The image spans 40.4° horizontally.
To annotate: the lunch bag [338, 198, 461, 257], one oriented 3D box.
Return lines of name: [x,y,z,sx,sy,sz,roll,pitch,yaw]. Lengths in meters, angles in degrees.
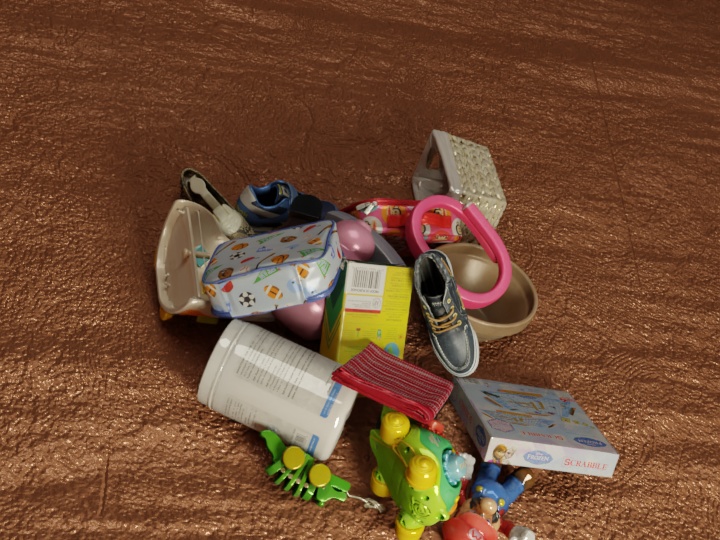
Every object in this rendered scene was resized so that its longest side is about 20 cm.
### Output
lunch bag: [0.069,-0.075,1.673,0.198,0.176,0.083,1,81,-24]

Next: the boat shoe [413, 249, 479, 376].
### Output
boat shoe: [0.123,0.067,1.476,0.091,0.070,0.202,-8,80,-77]

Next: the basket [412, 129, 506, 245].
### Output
basket: [0.184,-0.150,1.847,0.122,0.136,0.201,9,40,-17]

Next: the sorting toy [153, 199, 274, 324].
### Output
sorting toy: [-0.215,0.015,1.508,0.179,0.107,0.201,15,44,-33]

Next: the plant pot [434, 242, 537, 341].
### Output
plant pot: [0.188,0.052,1.642,0.199,0.093,0.202,12,40,-11]

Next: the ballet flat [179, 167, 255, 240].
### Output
ballet flat: [-0.246,-0.102,1.641,0.068,0.076,0.200,-35,61,-15]

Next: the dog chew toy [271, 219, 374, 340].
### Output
dog chew toy: [-0.051,0.007,1.510,0.124,0.125,0.201,34,83,17]

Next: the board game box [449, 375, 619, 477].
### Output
board game box: [0.250,0.228,1.449,0.198,0.041,0.200,10,17,-13]

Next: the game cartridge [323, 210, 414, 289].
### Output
game cartridge: [0.000,0.000,1.586,0.040,0.134,0.200,-15,50,-46]

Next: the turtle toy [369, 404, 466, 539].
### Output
turtle toy: [0.073,0.245,1.282,0.100,0.147,0.200,-11,44,-22]

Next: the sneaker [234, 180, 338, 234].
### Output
sneaker: [-0.123,-0.109,1.702,0.198,0.083,0.074,-2,41,-27]

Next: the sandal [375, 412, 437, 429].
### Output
sandal: [0.079,0.217,1.445,0.075,0.045,0.200,36,28,11]

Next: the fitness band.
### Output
fitness band: [0.158,-0.033,1.570,0.143,0.037,0.201,-32,82,-32]

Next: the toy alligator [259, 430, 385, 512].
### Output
toy alligator: [-0.060,0.284,1.294,0.199,0.059,0.054,35,73,-7]

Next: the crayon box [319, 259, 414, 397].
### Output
crayon box: [0.006,0.087,1.464,0.126,0.202,0.051,6,3,-36]

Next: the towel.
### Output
towel: [0.049,0.148,1.330,0.144,0.023,0.200,25,11,10]

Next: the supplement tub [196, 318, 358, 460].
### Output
supplement tub: [-0.109,0.163,1.347,0.199,0.133,0.132,25,38,4]

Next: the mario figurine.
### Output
mario figurine: [0.179,0.309,1.319,0.122,0.107,0.200,-5,20,27]

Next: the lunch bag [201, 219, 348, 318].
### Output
lunch bag: [-0.117,-0.006,1.385,0.198,0.076,0.161,-10,25,11]

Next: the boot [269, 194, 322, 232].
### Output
boot: [-0.114,-0.031,1.610,0.074,0.097,0.200,20,43,9]
